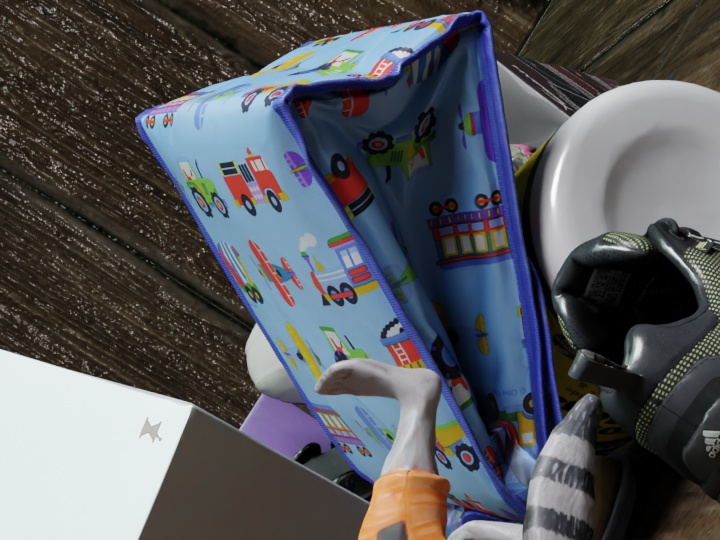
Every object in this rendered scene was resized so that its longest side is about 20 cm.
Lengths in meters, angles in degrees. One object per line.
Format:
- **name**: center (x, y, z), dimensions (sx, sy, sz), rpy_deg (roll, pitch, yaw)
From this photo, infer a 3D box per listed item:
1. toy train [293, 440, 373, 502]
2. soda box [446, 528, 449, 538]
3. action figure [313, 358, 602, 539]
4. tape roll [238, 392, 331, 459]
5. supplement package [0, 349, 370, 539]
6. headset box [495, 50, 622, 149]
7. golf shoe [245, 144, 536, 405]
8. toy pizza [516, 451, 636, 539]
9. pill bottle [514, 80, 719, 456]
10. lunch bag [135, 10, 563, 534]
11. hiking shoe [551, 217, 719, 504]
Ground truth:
- **toy train**: center (-0.049, 0.115, 1.274), dimensions (0.200, 0.034, 0.046), rpy_deg (-25, -40, -46)
- **soda box**: center (0.075, 0.070, 1.330), dimensions (0.201, 0.064, 0.068), rpy_deg (-57, 3, 14)
- **action figure**: center (0.033, 0.114, 0.861), dimensions (0.200, 0.104, 0.194), rpy_deg (72, -173, -52)
- **tape roll**: center (-0.066, 0.164, 1.477), dimensions (0.201, 0.085, 0.200), rpy_deg (-57, 1, 2)
- **supplement package**: center (-0.083, 0.155, 1.099), dimensions (0.147, 0.200, 0.192), rpy_deg (14, 76, 43)
- **headset box**: center (0.083, -0.022, 1.463), dimensions (0.149, 0.075, 0.200), rpy_deg (-56, -23, 13)
- **golf shoe**: center (0.000, 0.000, 1.325), dimensions (0.092, 0.073, 0.200), rpy_deg (1, -29, -41)
- **toy pizza**: center (0.048, 0.155, 1.210), dimensions (0.201, 0.032, 0.200), rpy_deg (-57, 3, 5)
- **pill bottle**: center (0.092, 0.010, 1.172), dimensions (0.113, 0.112, 0.200), rpy_deg (-59, 4, -24)
- **lunch bag**: center (0.011, 0.015, 1.123), dimensions (0.094, 0.201, 0.150), rpy_deg (-23, 10, -22)
- **hiking shoe**: center (0.115, 0.010, 0.953), dimensions (0.076, 0.100, 0.200), rpy_deg (-56, 4, 18)
